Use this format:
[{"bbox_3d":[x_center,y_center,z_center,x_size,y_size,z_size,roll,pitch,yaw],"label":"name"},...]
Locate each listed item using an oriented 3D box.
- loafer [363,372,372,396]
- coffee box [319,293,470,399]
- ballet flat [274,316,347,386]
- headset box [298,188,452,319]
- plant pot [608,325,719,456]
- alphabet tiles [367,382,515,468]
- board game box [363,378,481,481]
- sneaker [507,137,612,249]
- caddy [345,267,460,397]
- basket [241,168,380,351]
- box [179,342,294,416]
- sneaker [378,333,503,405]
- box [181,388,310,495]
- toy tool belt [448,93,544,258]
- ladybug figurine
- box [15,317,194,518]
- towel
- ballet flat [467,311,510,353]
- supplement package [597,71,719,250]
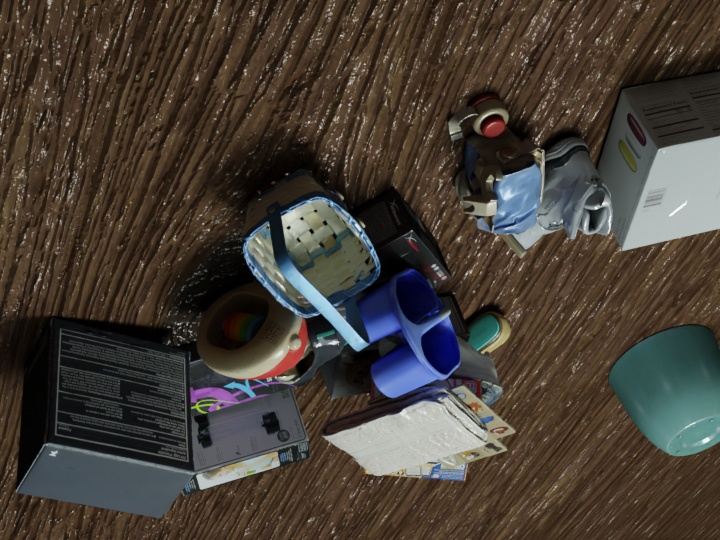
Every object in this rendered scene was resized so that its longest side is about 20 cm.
[{"bbox_3d":[0.062,0.191,1.853,0.069,0.076,0.200,-9,140,21],"label":"loafer"},{"bbox_3d":[0.047,0.110,1.857,0.199,0.080,0.113,-8,142,-19],"label":"coffee box"},{"bbox_3d":[-0.084,0.112,1.713,0.073,0.074,0.200,0,159,-27],"label":"ballet flat"},{"bbox_3d":[0.000,0.000,1.691,0.199,0.075,0.149,-29,145,10],"label":"headset box"},{"bbox_3d":[0.551,0.218,2.189,0.199,0.162,0.201,-14,144,-10],"label":"plant pot"},{"bbox_3d":[0.106,0.211,1.735,0.166,0.006,0.200,-23,133,29],"label":"alphabet tiles"},{"bbox_3d":[0.084,0.224,1.794,0.150,0.047,0.201,4,141,-1],"label":"board game box"},{"bbox_3d":[0.261,-0.070,1.691,0.075,0.115,0.200,-7,143,-32],"label":"sneaker"},{"bbox_3d":[0.065,0.074,1.607,0.105,0.142,0.200,-27,180,17],"label":"caddy"},{"bbox_3d":[-0.058,-0.016,1.517,0.139,0.201,0.176,-29,130,14],"label":"basket"},{"bbox_3d":[-0.180,0.141,1.822,0.199,0.036,0.143,-17,145,-7],"label":"box"},{"bbox_3d":[0.107,0.124,1.779,0.199,0.087,0.075,26,128,-25],"label":"sneaker"},{"bbox_3d":[-0.184,0.244,1.888,0.199,0.117,0.060,-16,147,-10],"label":"box"},{"bbox_3d":[0.181,-0.112,1.592,0.124,0.123,0.200,-18,145,-4],"label":"toy tool belt"},{"bbox_3d":[-0.133,0.085,1.642,0.072,0.199,0.136,43,73,-34],"label":"ladybug figurine"},{"bbox_3d":[-0.328,0.192,1.645,0.199,0.199,0.123,16,132,-25],"label":"box"},{"bbox_3d":[0.062,0.220,1.717,0.199,0.035,0.132,-23,133,29],"label":"towel"},{"bbox_3d":[0.149,0.135,1.960,0.199,0.069,0.063,-34,157,19],"label":"ballet flat"},{"bbox_3d":[0.411,-0.143,1.679,0.155,0.111,0.201,-12,143,-14],"label":"supplement package"}]
